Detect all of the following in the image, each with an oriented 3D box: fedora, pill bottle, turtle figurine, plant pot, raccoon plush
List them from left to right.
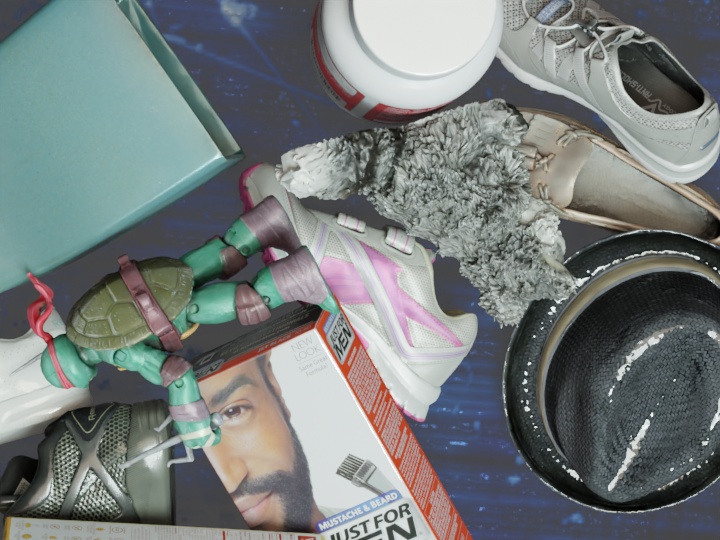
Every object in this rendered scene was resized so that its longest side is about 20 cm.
[{"bbox_3d":[-0.196,-0.070,1.194,0.199,0.141,0.142,-36,92,4],"label":"plant pot"},{"bbox_3d":[-0.119,0.036,1.133,0.199,0.101,0.150,-29,56,-3],"label":"turtle figurine"},{"bbox_3d":[0.028,-0.153,1.179,0.111,0.200,0.113,0,90,-5],"label":"pill bottle"},{"bbox_3d":[0.043,-0.022,1.183,0.199,0.097,0.135,-15,83,-26],"label":"raccoon plush"},{"bbox_3d":[0.184,0.078,1.219,0.199,0.092,0.202,1,106,2],"label":"fedora"}]

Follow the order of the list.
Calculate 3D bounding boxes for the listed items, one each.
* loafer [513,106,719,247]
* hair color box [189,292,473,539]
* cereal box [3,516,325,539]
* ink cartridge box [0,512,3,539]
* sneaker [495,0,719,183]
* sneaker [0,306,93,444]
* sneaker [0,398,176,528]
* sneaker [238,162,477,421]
[{"bbox_3d":[0.155,-0.061,1.258,0.199,0.063,0.072,21,88,-5],"label":"loafer"},{"bbox_3d":[-0.021,0.129,1.205,0.110,0.064,0.201,-25,104,19],"label":"hair color box"},{"bbox_3d":[-0.125,0.227,1.167,0.198,0.040,0.145,5,111,-9],"label":"cereal box"},{"bbox_3d":[-0.304,0.240,1.205,0.143,0.084,0.202,0,89,-4],"label":"ink cartridge box"},{"bbox_3d":[0.159,-0.146,1.233,0.199,0.082,0.075,37,70,13],"label":"sneaker"},{"bbox_3d":[-0.278,0.079,1.223,0.198,0.075,0.089,-15,79,-12],"label":"sneaker"},{"bbox_3d":[-0.174,0.180,1.213,0.113,0.076,0.201,-1,109,0],"label":"sneaker"},{"bbox_3d":[0.000,0.000,1.241,0.088,0.081,0.200,-42,101,-5],"label":"sneaker"}]
